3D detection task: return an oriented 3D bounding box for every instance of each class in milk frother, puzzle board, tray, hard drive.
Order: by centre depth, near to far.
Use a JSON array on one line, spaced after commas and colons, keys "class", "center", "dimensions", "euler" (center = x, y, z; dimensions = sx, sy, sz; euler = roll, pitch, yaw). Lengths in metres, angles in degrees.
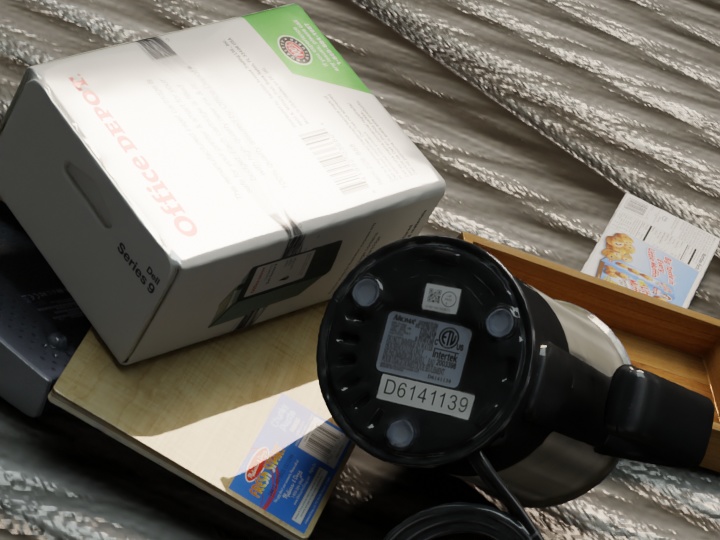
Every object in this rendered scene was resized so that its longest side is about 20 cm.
[{"class": "milk frother", "center": [0.067, 0.107, 1.568], "dimensions": [0.180, 0.201, 0.188], "euler": [31, 2, 25]}, {"class": "puzzle board", "center": [-0.063, 0.046, 1.590], "dimensions": [0.150, 0.017, 0.200], "euler": [31, 40, -2]}, {"class": "hard drive", "center": [-0.191, 0.003, 1.627], "dimensions": [0.200, 0.042, 0.135], "euler": [41, 31, 28]}, {"class": "tray", "center": [0.141, 0.051, 1.768], "dimensions": [0.199, 0.037, 0.099], "euler": [19, 39, -27]}]

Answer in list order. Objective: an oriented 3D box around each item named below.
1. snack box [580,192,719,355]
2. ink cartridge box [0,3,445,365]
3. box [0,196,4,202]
[{"class": "snack box", "center": [0.178, 0.008, 1.932], "dimensions": [0.072, 0.024, 0.200], "euler": [28, 27, 5]}, {"class": "ink cartridge box", "center": [-0.078, -0.049, 1.597], "dimensions": [0.199, 0.084, 0.146], "euler": [-17, 60, -43]}, {"class": "box", "center": [-0.097, -0.026, 1.698], "dimensions": [0.199, 0.021, 0.164], "euler": [33, 26, 1]}]
